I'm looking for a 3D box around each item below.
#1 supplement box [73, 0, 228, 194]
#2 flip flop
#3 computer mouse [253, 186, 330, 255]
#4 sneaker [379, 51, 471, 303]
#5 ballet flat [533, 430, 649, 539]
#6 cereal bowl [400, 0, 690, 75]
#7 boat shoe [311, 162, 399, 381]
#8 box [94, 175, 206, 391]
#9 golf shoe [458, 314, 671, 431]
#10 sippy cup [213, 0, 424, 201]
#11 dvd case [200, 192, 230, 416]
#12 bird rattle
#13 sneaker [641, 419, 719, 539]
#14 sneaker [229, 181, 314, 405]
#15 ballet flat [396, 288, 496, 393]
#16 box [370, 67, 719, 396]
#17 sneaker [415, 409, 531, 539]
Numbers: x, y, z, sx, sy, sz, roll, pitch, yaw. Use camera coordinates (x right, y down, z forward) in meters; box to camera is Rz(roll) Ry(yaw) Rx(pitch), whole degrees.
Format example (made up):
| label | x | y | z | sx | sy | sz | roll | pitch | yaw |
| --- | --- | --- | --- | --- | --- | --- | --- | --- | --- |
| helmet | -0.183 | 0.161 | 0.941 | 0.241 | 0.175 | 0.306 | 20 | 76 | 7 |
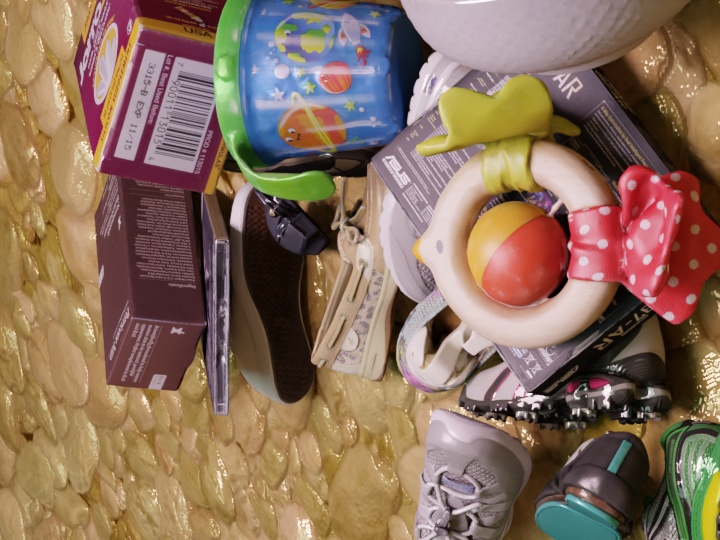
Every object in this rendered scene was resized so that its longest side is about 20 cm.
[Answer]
| label | x | y | z | sx | sy | sz | roll | pitch | yaw |
| --- | --- | --- | --- | --- | --- | --- | --- | --- | --- |
| supplement box | -0.162 | -0.172 | 1.384 | 0.200 | 0.102 | 0.132 | -114 | 40 | -56 |
| flip flop | -0.057 | -0.105 | 1.377 | 0.199 | 0.081 | 0.058 | 0 | 84 | 52 |
| computer mouse | -0.062 | -0.039 | 1.342 | 0.059 | 0.034 | 0.200 | 47 | -179 | 10 |
| sneaker | 0.068 | -0.056 | 1.223 | 0.082 | 0.074 | 0.202 | 34 | 130 | 37 |
| ballet flat | 0.167 | 0.150 | 1.167 | 0.068 | 0.069 | 0.200 | 29 | 167 | 4 |
| cereal bowl | 0.123 | -0.177 | 1.016 | 0.199 | 0.200 | 0.084 | 19 | 140 | 48 |
| boat shoe | 0.000 | 0.000 | 1.323 | 0.073 | 0.062 | 0.202 | -83 | 0 | -60 |
| box | -0.192 | -0.002 | 1.531 | 0.100 | 0.074 | 0.201 | 118 | 149 | -44 |
| golf shoe | 0.144 | 0.066 | 1.190 | 0.199 | 0.077 | 0.089 | -14 | 69 | 55 |
| sippy cup | -0.024 | -0.143 | 1.249 | 0.129 | 0.140 | 0.180 | 1 | 96 | 17 |
| dvd case | -0.125 | 0.022 | 1.466 | 0.200 | 0.016 | 0.150 | -121 | 31 | -73 |
| bird rattle | 0.120 | -0.026 | 1.056 | 0.200 | 0.113 | 0.164 | 41 | 114 | 11 |
| sneaker | 0.226 | 0.192 | 1.124 | 0.085 | 0.077 | 0.202 | 29 | 117 | 52 |
| sneaker | -0.096 | 0.016 | 1.470 | 0.084 | 0.072 | 0.202 | 15 | 117 | 47 |
| ballet flat | 0.079 | 0.041 | 1.227 | 0.069 | 0.071 | 0.200 | 33 | 131 | -10 |
| box | 0.122 | -0.045 | 1.114 | 0.160 | 0.043 | 0.201 | -41 | 68 | 16 |
| sneaker | 0.077 | 0.173 | 1.231 | 0.074 | 0.082 | 0.201 | 18 | 149 | 19 |
